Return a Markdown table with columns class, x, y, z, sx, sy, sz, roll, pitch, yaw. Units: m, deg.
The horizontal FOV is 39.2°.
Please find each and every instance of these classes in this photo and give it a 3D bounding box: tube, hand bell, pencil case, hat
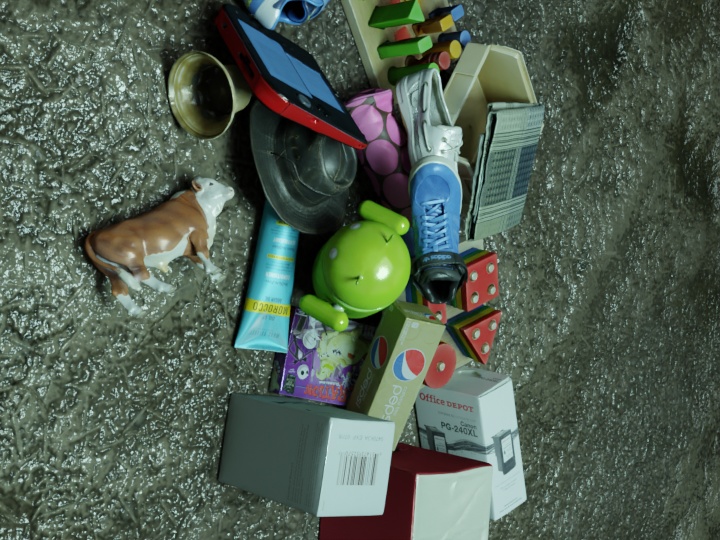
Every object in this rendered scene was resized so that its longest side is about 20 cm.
| class | x | y | z | sx | sy | sz | roll | pitch | yaw |
| --- | --- | --- | --- | --- | --- | --- | --- | --- | --- |
| tube | -0.115 | 0.005 | 1.324 | 0.077 | 0.050 | 0.203 | 9 | 90 | -26 |
| hand bell | -0.137 | -0.234 | 1.270 | 0.199 | 0.103 | 0.105 | -28 | 112 | -53 |
| pencil case | 0.046 | -0.160 | 1.418 | 0.093 | 0.090 | 0.202 | -32 | 102 | -25 |
| hat | -0.056 | -0.152 | 1.302 | 0.200 | 0.080 | 0.203 | 27 | 52 | -40 |

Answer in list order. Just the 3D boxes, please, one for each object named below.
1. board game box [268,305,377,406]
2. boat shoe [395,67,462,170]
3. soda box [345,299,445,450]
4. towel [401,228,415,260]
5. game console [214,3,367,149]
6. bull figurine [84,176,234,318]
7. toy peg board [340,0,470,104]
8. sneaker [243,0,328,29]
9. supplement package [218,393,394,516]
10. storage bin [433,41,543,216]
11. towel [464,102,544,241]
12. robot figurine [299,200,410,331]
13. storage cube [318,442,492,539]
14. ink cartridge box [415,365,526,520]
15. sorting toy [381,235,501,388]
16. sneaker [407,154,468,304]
| class | x | y | z | sx | sy | sz | roll | pitch | yaw |
| --- | --- | --- | --- | --- | --- | --- | --- | --- | --- |
| board game box | -0.037 | 0.126 | 1.421 | 0.199 | 0.032 | 0.122 | 16 | 85 | -44 |
| boat shoe | 0.106 | -0.178 | 1.378 | 0.070 | 0.069 | 0.202 | -11 | 83 | -54 |
| soda box | 0.043 | 0.145 | 1.395 | 0.067 | 0.064 | 0.202 | 12 | 108 | -28 |
| towel | 0.082 | -0.006 | 1.514 | 0.199 | 0.048 | 0.113 | 16 | 82 | -45 |
| game console | -0.085 | -0.240 | 1.244 | 0.176 | 0.201 | 0.031 | 17 | 124 | -44 |
| bull figurine | -0.222 | -0.033 | 1.186 | 0.199 | 0.065 | 0.122 | -27 | 79 | -32 |
| toy peg board | 0.088 | -0.369 | 1.460 | 0.199 | 0.097 | 0.202 | -39 | 119 | -36 |
| sneaker | -0.068 | -0.361 | 1.307 | 0.199 | 0.074 | 0.083 | -25 | 79 | -33 |
| supplement package | -0.070 | 0.229 | 1.272 | 0.116 | 0.199 | 0.119 | 11 | 86 | -44 |
| storage bin | 0.183 | -0.205 | 1.527 | 0.202 | 0.093 | 0.199 | -64 | 150 | -18 |
| towel | 0.207 | -0.149 | 1.479 | 0.199 | 0.034 | 0.195 | -19 | 123 | -59 |
| robot figurine | 0.000 | 0.000 | 1.324 | 0.115 | 0.200 | 0.176 | 36 | 77 | -5 |
| storage cube | 0.064 | 0.352 | 1.430 | 0.170 | 0.179 | 0.203 | 6 | 88 | -44 |
| ink cartridge box | 0.165 | 0.258 | 1.546 | 0.083 | 0.144 | 0.203 | -20 | 107 | -39 |
| sorting toy | 0.130 | 0.073 | 1.493 | 0.199 | 0.069 | 0.201 | -23 | 119 | -36 |
| sneaker | 0.102 | -0.044 | 1.325 | 0.112 | 0.076 | 0.202 | -97 | -176 | -48 |
